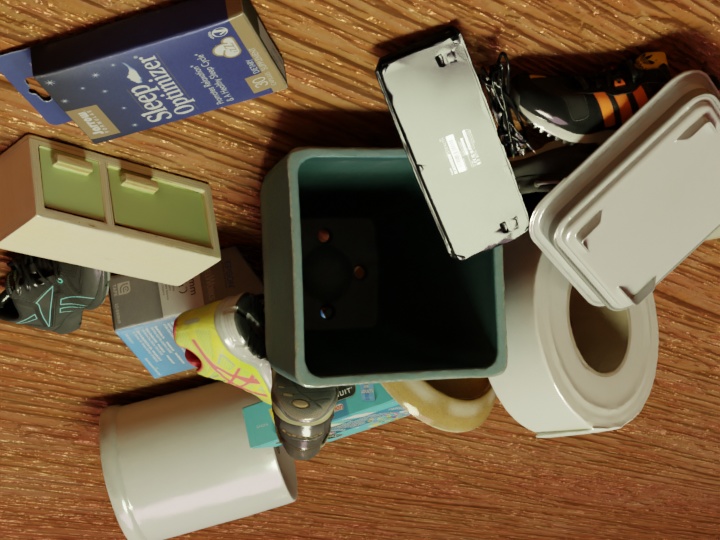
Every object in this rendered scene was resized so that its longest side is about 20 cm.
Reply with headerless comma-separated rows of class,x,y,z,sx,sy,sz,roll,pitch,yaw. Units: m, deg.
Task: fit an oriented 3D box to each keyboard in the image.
keyboard,0.088,-0.109,1.321,0.103,0.040,0.202,-20,122,6

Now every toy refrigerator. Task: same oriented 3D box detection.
toy refrigerator,-0.214,-0.049,1.371,0.070,0.077,0.199,-29,151,37

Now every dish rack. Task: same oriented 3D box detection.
dish rack,0.254,-0.057,1.373,0.200,0.044,0.172,-44,135,5

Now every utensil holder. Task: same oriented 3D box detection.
utensil holder,-0.188,0.221,1.895,0.197,0.172,0.170,-14,157,5

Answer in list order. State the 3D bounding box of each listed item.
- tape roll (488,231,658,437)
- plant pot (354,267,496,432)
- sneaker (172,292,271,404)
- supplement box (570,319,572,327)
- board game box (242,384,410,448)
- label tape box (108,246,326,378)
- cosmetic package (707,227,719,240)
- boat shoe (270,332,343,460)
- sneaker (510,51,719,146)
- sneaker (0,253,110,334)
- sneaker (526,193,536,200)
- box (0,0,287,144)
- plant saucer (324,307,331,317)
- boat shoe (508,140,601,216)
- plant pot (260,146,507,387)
tape roll,0.193,0.050,1.482,0.070,0.205,0.201,-11,163,41
plant pot,0.071,0.066,1.614,0.199,0.202,0.027,12,142,-43
sneaker,-0.122,0.078,1.563,0.089,0.079,0.200,-8,151,13
supplement box,0.197,0.028,1.668,0.198,0.132,0.103,11,148,-43
board game box,-0.001,0.136,1.687,0.198,0.048,0.150,-21,167,31
label tape box,-0.138,0.037,1.621,0.197,0.064,0.144,-14,156,4
cosmetic package,0.345,-0.091,1.494,0.197,0.105,0.073,-9,158,-2
boat shoe,-0.055,0.109,1.506,0.073,0.200,0.074,9,113,2
sneaker,0.216,-0.153,1.362,0.198,0.070,0.091,12,120,-27
sneaker,-0.281,0.009,1.478,0.078,0.076,0.200,3,153,-25
sneaker,0.229,-0.048,1.599,0.084,0.078,0.199,-23,144,40
box,-0.165,-0.149,1.218,0.197,0.033,0.121,-14,157,9
plant saucer,0.042,0.050,1.783,0.197,0.028,0.201,-9,156,-4
boat shoe,0.155,-0.072,1.464,0.066,0.058,0.199,12,163,-28
plant pot,0.000,0.000,1.441,0.194,0.199,0.200,-2,178,-21
